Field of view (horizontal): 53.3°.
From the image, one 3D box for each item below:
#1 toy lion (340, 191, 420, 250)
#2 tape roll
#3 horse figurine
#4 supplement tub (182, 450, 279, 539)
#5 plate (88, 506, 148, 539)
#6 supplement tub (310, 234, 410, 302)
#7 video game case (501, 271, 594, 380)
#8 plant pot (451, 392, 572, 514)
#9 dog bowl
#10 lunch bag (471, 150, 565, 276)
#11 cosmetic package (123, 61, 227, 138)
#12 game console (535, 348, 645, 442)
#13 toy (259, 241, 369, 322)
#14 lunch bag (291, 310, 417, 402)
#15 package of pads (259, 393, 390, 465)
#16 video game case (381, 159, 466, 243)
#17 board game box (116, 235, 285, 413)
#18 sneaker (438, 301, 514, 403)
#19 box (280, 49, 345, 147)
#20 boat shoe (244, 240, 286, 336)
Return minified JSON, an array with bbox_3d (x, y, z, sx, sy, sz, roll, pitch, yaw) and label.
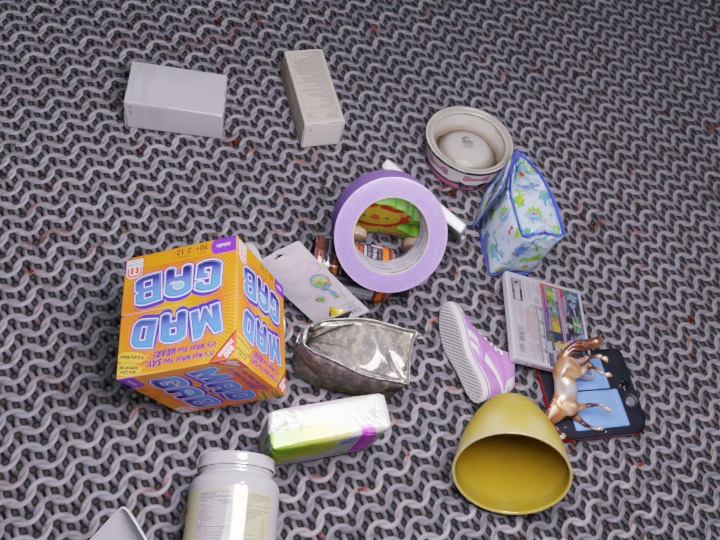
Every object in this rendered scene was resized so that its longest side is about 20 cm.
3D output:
[{"bbox_3d":[0.053,-0.105,1.380,0.196,0.192,0.070,11,74,-9],"label":"toy lion"},{"bbox_3d":[0.048,-0.070,1.252,0.196,0.085,0.204,-2,106,-6],"label":"tape roll"},{"bbox_3d":[0.401,0.216,1.333,0.130,0.050,0.204,7,85,-7],"label":"horse figurine"},{"bbox_3d":[-0.197,0.391,1.091,0.142,0.146,0.203,7,61,-10],"label":"supplement tub"},{"bbox_3d":[-0.338,0.474,1.028,0.199,0.032,0.201,-44,76,12],"label":"plate"},{"bbox_3d":[0.000,0.000,1.366,0.196,0.107,0.109,10,61,-9],"label":"supplement tub"},{"bbox_3d":[0.369,0.108,1.422,0.179,0.023,0.203,15,52,-15],"label":"video game case"},{"bbox_3d":[0.261,0.300,1.245,0.197,0.202,0.143,20,35,-3],"label":"plant pot"},{"bbox_3d":[0.231,-0.263,1.568,0.196,0.074,0.203,5,55,-7],"label":"dog bowl"},{"bbox_3d":[0.311,-0.116,1.467,0.125,0.171,0.203,0,63,-17],"label":"lunch bag"},{"bbox_3d":[-0.375,-0.349,1.472,0.196,0.081,0.115,8,61,-11],"label":"cosmetic package"},{"bbox_3d":[0.446,0.239,1.396,0.196,0.031,0.180,-1,64,-15],"label":"game console"},{"bbox_3d":[-0.084,0.021,1.283,0.200,0.114,0.048,48,35,-28],"label":"toy"},{"bbox_3d":[-0.021,0.147,1.251,0.196,0.164,0.120,14,66,-7],"label":"lunch bag"},{"bbox_3d":[-0.065,0.265,1.185,0.196,0.155,0.069,-5,66,-17],"label":"package of pads"},{"bbox_3d":[0.131,-0.134,1.435,0.199,0.182,0.024,41,93,9],"label":"video game case"},{"bbox_3d":[-0.249,0.094,1.162,0.196,0.200,0.203,-11,62,12],"label":"board game box"},{"bbox_3d":[0.227,0.149,1.374,0.113,0.073,0.203,-9,68,-30],"label":"sneaker"},{"bbox_3d":[-0.105,-0.374,1.551,0.093,0.078,0.203,-7,65,-17],"label":"box"},{"bbox_3d":[-0.189,0.040,1.322,0.064,0.075,0.204,-22,68,-14],"label":"boat shoe"}]
